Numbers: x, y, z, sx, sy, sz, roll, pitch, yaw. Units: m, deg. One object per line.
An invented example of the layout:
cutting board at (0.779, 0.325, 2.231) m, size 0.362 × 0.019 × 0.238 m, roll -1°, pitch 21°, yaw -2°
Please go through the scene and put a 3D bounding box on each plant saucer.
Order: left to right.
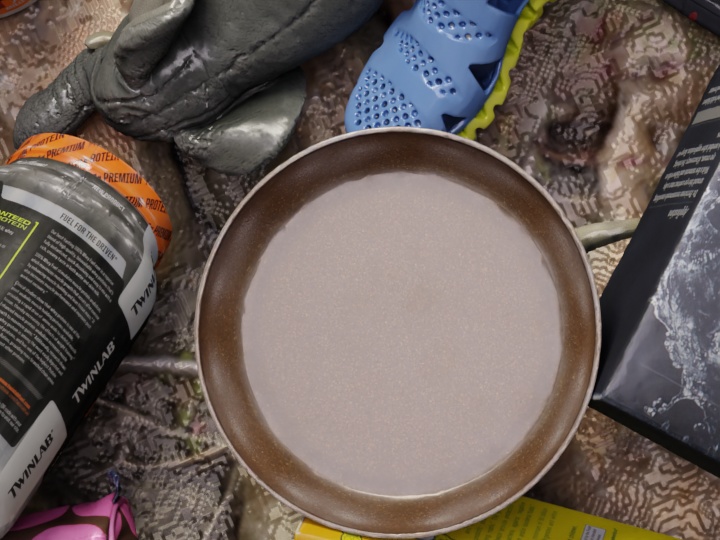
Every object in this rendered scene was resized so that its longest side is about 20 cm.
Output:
plant saucer at (0.019, 0.030, 1.281) m, size 0.200 × 0.032 × 0.201 m, roll -1°, pitch 87°, yaw 9°

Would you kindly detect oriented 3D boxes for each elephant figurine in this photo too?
elephant figurine at (-0.081, -0.116, 1.372) m, size 0.141 × 0.155 × 0.200 m, roll 40°, pitch 82°, yaw 8°

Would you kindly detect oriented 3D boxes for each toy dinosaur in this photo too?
toy dinosaur at (0.057, 0.021, 1.328) m, size 0.200 × 0.047 × 0.088 m, roll -49°, pitch 116°, yaw -13°

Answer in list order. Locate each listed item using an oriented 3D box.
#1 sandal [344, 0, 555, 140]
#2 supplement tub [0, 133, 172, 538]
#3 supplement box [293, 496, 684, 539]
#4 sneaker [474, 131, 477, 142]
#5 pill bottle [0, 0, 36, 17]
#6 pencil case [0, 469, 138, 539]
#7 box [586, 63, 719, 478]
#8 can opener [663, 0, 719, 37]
sandal at (0.056, -0.142, 1.326) m, size 0.079 × 0.087 × 0.200 m, roll 38°, pitch 94°, yaw 33°
supplement tub at (-0.186, 0.032, 1.343) m, size 0.122 × 0.123 × 0.200 m, roll 27°, pitch 59°, yaw 9°
supplement box at (0.064, 0.182, 1.313) m, size 0.199 × 0.110 × 0.109 m, roll 14°, pitch 110°, yaw 8°
sneaker at (0.000, 0.000, 1.378) m, size 0.105 × 0.076 × 0.201 m, roll 10°, pitch 84°, yaw 8°
pill bottle at (-0.222, -0.205, 1.366) m, size 0.113 × 0.200 × 0.113 m, roll -1°, pitch 83°, yaw 6°
pencil case at (-0.210, 0.167, 1.368) m, size 0.199 × 0.094 × 0.091 m, roll -12°, pitch 90°, yaw 6°
box at (0.235, 0.020, 1.308) m, size 0.196 × 0.117 × 0.200 m, roll 28°, pitch 87°, yaw -6°
can opener at (0.187, -0.156, 1.388) m, size 0.200 × 0.079 × 0.063 m, roll 39°, pitch 87°, yaw -1°
